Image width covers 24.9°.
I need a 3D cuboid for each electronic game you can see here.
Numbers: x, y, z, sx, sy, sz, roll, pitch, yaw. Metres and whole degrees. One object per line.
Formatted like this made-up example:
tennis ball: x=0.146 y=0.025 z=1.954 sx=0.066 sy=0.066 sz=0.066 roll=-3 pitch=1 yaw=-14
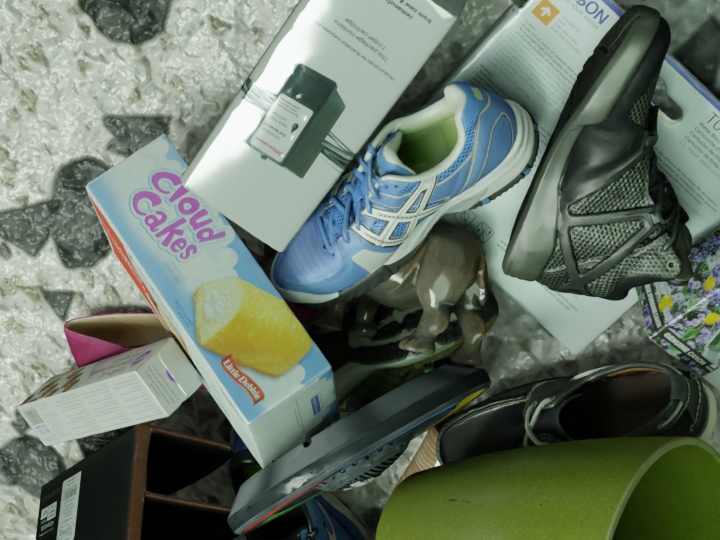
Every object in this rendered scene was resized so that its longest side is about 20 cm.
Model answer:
electronic game: x=0.000 y=0.120 z=1.087 sx=0.199 sy=0.200 sz=0.042 roll=-34 pitch=82 yaw=26

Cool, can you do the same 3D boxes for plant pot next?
plant pot: x=0.113 y=0.187 z=1.041 sx=0.199 sy=0.187 sz=0.189 roll=6 pitch=120 yaw=39

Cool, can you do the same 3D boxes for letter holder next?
letter holder: x=-0.142 y=0.196 z=1.206 sx=0.141 sy=0.102 sz=0.200 roll=14 pitch=154 yaw=-26

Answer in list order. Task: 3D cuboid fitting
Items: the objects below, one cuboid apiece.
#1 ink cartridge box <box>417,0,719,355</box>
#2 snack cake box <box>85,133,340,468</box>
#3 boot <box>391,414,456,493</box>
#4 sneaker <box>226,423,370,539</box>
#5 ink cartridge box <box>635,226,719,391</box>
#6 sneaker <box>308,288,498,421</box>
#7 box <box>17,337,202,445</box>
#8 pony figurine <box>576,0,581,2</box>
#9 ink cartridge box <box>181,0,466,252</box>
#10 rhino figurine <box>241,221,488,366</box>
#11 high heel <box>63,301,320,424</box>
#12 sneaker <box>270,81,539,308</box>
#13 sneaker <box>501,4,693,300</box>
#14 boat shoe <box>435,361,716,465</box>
ink cartridge box: x=0.140 y=-0.074 z=1.072 sx=0.199 sy=0.041 sz=0.200 roll=42 pitch=118 yaw=-8
snack cake box: x=-0.097 y=0.023 z=1.086 sx=0.067 sy=0.115 sz=0.201 roll=-34 pitch=72 yaw=-10
boot: x=0.111 y=0.211 z=1.198 sx=0.198 sy=0.077 sz=0.156 roll=22 pitch=117 yaw=5
sneaker: x=-0.052 y=0.198 z=1.227 sx=0.078 sy=0.089 sz=0.201 roll=-19 pitch=112 yaw=22
ink cartridge box: x=0.288 y=-0.002 z=1.044 sx=0.200 sy=0.051 sz=0.109 roll=-38 pitch=127 yaw=27
sneaker: x=0.018 y=0.067 z=1.172 sx=0.199 sy=0.077 sz=0.089 roll=-26 pitch=139 yaw=22
box: x=-0.181 y=0.088 z=1.156 sx=0.042 sy=0.039 sz=0.199 roll=54 pitch=145 yaw=-12
pony figurine: x=0.110 y=-0.264 z=0.894 sx=0.165 sy=0.200 sz=0.195 roll=-7 pitch=114 yaw=17
ink cartridge box: x=-0.015 y=-0.130 z=1.024 sx=0.083 sy=0.147 sz=0.200 roll=35 pitch=120 yaw=-7
rhino figurine: x=0.000 y=0.000 z=1.104 sx=0.198 sy=0.060 sz=0.088 roll=14 pitch=89 yaw=31
high heel: x=-0.124 y=0.040 z=1.183 sx=0.199 sy=0.068 sz=0.096 roll=-25 pitch=113 yaw=35
sneaker: x=0.015 y=-0.052 z=1.032 sx=0.200 sy=0.076 sz=0.077 roll=-39 pitch=145 yaw=16
sneaker: x=0.170 y=-0.064 z=1.006 sx=0.113 sy=0.076 sz=0.201 roll=20 pitch=121 yaw=1
boat shoe: x=0.135 y=0.100 z=1.100 sx=0.198 sy=0.067 sz=0.073 roll=-14 pitch=71 yaw=27
